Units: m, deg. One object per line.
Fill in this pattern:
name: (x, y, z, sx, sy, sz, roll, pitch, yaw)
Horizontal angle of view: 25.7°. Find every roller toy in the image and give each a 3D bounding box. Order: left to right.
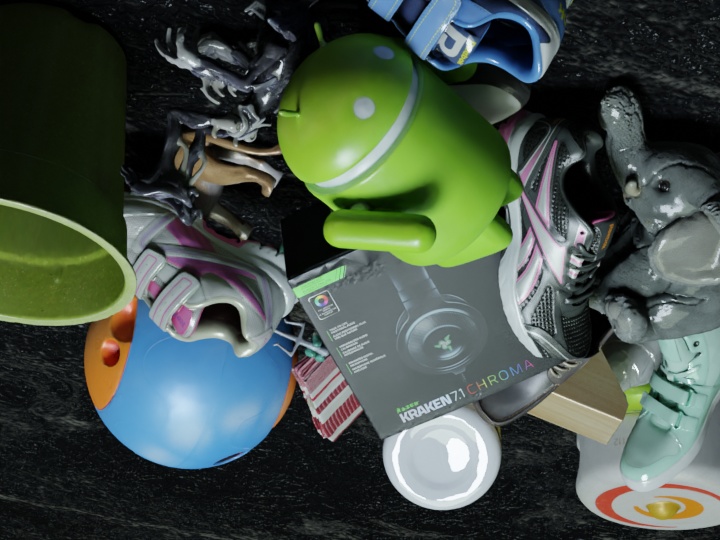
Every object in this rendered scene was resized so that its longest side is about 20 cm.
roller toy: (0.317, 0.191, 1.635, 0.198, 0.141, 0.182, 17, 152, -20)

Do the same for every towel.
towel: (0.001, 0.083, 1.521, 0.023, 0.144, 0.200, 41, 167, 20)

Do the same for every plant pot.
plant pot: (-0.249, -0.087, 1.172, 0.198, 0.192, 0.201, 5, 152, 3)

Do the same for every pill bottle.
pill bottle: (0.081, 0.143, 1.536, 0.111, 0.113, 0.200, 5, -163, 3)

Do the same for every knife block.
knife block: (0.127, 0.086, 1.448, 0.174, 0.201, 0.064, -20, 158, -14)

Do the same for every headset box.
headset box: (0.048, 0.010, 1.284, 0.173, 0.093, 0.201, -23, 123, 8)

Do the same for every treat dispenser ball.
treat dispenser ball: (-0.157, 0.082, 1.466, 0.199, 0.203, 0.201, 5, 153, 3)

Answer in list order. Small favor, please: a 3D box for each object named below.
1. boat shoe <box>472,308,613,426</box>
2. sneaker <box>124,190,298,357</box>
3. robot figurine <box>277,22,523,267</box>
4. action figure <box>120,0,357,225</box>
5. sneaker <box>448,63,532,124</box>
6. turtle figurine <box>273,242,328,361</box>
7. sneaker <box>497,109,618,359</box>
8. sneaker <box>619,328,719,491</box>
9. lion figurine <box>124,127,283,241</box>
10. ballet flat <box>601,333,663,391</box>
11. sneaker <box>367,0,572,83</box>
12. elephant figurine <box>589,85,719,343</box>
boat shoe: (0.171, 0.054, 1.369, 0.074, 0.200, 0.073, 42, -178, 0)
sneaker: (-0.146, 0.005, 1.283, 0.198, 0.089, 0.082, 22, 139, -3)
robot figurine: (0.025, -0.082, 1.089, 0.115, 0.177, 0.200, -17, 136, 44)
action figure: (-0.095, -0.136, 1.124, 0.102, 0.200, 0.119, 40, -175, 12)
sneaker: (0.045, -0.103, 1.197, 0.199, 0.081, 0.074, -18, 142, 36)
turtle figurine: (0.000, 0.000, 1.382, 0.198, 0.101, 0.151, 6, 129, -1)
sneaker: (0.155, -0.022, 1.199, 0.086, 0.080, 0.202, 6, 117, 42)
sneaker: (0.278, 0.096, 1.436, 0.118, 0.201, 0.074, 39, 172, -38)
lion figurine: (-0.138, -0.073, 1.321, 0.122, 0.073, 0.200, 31, 135, -3)
ballet flat: (0.234, 0.096, 1.538, 0.199, 0.070, 0.069, -18, 144, 42)
sneaker: (0.048, -0.184, 1.035, 0.198, 0.083, 0.074, 15, 153, -12)
elephant figurine: (0.254, -0.040, 1.232, 0.154, 0.142, 0.201, -14, 144, -25)
